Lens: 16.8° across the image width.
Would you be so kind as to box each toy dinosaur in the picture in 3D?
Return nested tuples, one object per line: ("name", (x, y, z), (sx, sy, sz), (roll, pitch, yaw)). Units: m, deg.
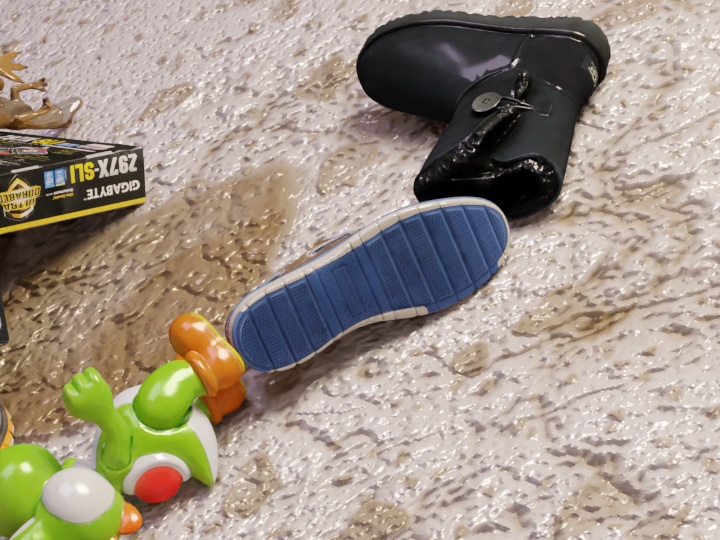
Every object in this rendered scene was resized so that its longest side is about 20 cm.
("toy dinosaur", (-0.312, -0.130, 1.924), (0.106, 0.200, 0.061), (143, 131, -59))

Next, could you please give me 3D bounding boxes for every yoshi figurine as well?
("yoshi figurine", (-0.171, 0.112, 1.568), (0.200, 0.112, 0.112), (-46, 25, -19))

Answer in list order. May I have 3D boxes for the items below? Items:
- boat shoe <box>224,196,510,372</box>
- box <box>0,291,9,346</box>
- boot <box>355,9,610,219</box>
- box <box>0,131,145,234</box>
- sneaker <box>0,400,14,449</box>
("boat shoe", (0.000, 0.000, 1.608), (0.200, 0.072, 0.072), (-21, 15, -10))
("box", (-0.334, -0.025, 1.760), (0.159, 0.200, 0.046), (-17, -9, 41))
("boot", (0.064, -0.105, 1.693), (0.200, 0.076, 0.168), (0, 40, 26))
("box", (-0.289, -0.069, 1.857), (0.200, 0.049, 0.160), (8, 14, 41))
("sneaker", (-0.287, 0.121, 1.654), (0.078, 0.077, 0.200), (-25, 33, 10))
